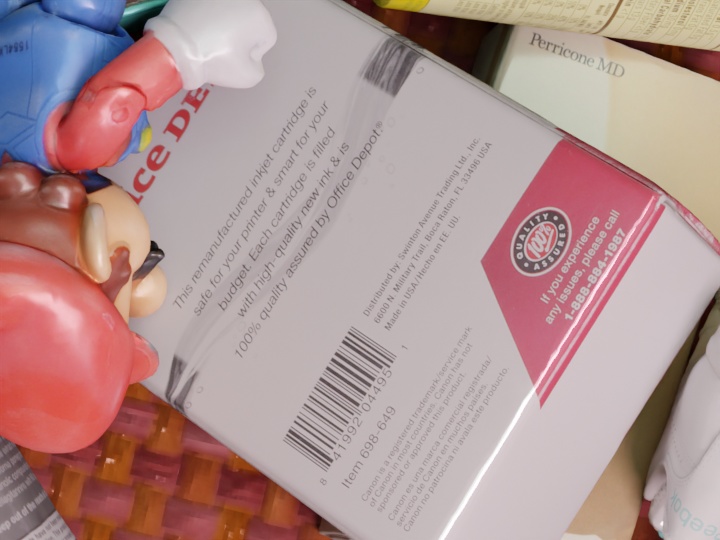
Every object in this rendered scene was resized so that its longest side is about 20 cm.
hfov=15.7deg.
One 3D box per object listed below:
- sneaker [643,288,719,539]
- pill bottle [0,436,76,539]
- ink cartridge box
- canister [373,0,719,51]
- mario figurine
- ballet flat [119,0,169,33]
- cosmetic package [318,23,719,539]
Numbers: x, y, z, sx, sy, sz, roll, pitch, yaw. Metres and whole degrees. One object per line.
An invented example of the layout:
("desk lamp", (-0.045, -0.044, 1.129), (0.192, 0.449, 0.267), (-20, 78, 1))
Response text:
("sneaker", (0.133, 0.056, 0.908), (0.075, 0.200, 0.089), (33, 100, 13))
("pill bottle", (-0.178, 0.067, 0.883), (0.110, 0.111, 0.201), (-33, 92, -11))
("ink cartridge box", (0.000, 0.000, 0.875), (0.199, 0.085, 0.146), (33, 91, 30))
("canister", (0.100, -0.146, 0.927), (0.198, 0.087, 0.149), (5, 52, -17))
("mario figurine", (-0.089, -0.040, 0.848), (0.105, 0.123, 0.202), (5, 77, -11))
("ballet flat", (-0.120, -0.099, 0.926), (0.199, 0.072, 0.072), (-25, 90, -10))
("cosmetic package", (0.066, 0.018, 0.949), (0.104, 0.071, 0.201), (18, 83, -7))
